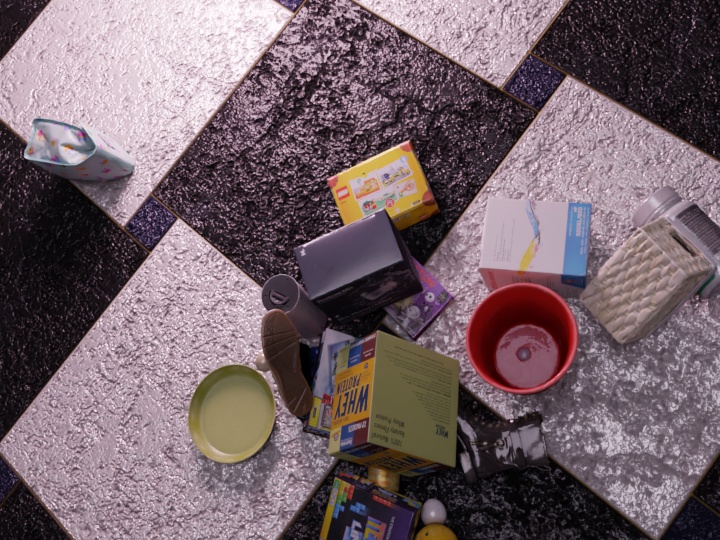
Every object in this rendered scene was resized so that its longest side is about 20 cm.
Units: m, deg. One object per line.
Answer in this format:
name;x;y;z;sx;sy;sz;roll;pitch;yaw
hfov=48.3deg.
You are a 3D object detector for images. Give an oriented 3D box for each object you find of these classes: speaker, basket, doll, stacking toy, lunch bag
speaker;-0.131;0.075;1.610;0.080;0.200;0.083;-4;71;13
basket;0.508;0.022;1.440;0.136;0.122;0.201;50;129;23
doll;-0.111;0.188;1.588;0.196;0.049;0.139;8;55;-20
stacking toy;0.135;0.515;1.455;0.143;0.147;0.203;-13;52;11
lunch bag;-0.650;-0.277;1.886;0.196;0.170;0.124;8;82;17

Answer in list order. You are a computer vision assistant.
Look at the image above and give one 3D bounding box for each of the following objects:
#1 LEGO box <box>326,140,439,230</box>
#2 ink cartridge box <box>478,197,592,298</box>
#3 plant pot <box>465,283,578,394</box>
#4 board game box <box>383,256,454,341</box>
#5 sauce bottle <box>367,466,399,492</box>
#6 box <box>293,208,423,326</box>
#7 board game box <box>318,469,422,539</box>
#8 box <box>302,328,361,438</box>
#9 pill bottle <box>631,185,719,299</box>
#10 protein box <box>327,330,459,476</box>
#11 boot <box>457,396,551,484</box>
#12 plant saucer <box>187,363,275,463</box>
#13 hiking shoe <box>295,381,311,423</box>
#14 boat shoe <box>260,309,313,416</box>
LEGO box;0.048;-0.158;1.702;0.197;0.077;0.151;-24;68;8
ink cartridge box;0.338;-0.042;1.546;0.196;0.147;0.148;5;74;16
plant pot;0.301;0.142;1.481;0.196;0.177;0.205;-4;72;14
board game box;0.085;0.033;1.659;0.120;0.032;0.200;-43;67;-5
sauce bottle;0.048;0.338;1.552;0.065;0.066;0.204;-2;71;15
box;0.000;0.000;1.571;0.194;0.200;0.119;-23;67;8
board game box;0.008;0.497;1.480;0.163;0.057;0.204;17;99;22
box;-0.028;0.228;1.558;0.134;0.038;0.203;19;63;-16
pill bottle;0.608;-0.056;1.492;0.113;0.113;0.201;-38;67;1
protein box;0.063;0.249;1.469;0.134;0.196;0.203;-31;46;50
boot;0.257;0.296;1.513;0.171;0.069;0.203;-17;73;4
plant saucer;-0.264;0.298;1.670;0.196;0.031;0.204;-4;72;14
hiking shoe;-0.130;0.222;1.625;0.074;0.087;0.201;-35;67;2
boat shoe;-0.144;0.173;1.511;0.071;0.072;0.203;-21;94;-18
